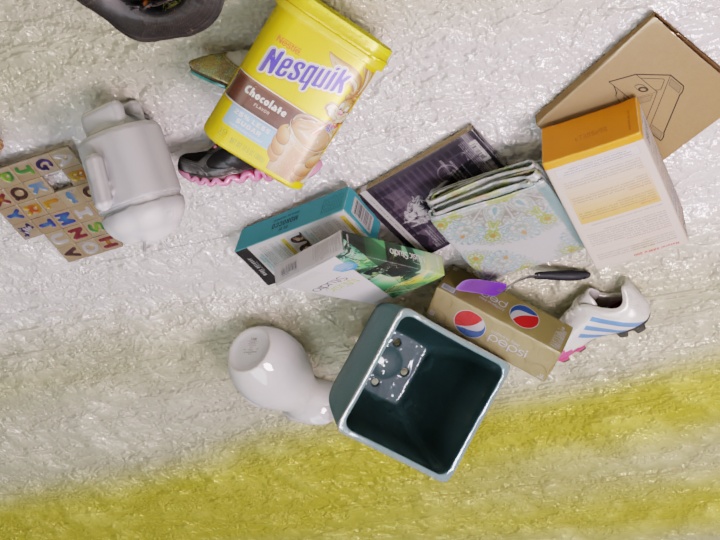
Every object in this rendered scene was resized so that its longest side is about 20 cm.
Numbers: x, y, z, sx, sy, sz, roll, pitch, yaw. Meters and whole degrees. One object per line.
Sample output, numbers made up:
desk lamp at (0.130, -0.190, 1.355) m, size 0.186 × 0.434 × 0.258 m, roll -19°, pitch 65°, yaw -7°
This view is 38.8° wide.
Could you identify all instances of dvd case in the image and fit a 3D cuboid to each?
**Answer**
dvd case at (0.115, -0.102, 1.399) m, size 0.199 × 0.016 × 0.149 m, roll -28°, pitch 125°, yaw 31°

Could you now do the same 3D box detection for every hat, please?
hat at (-0.244, -0.359, 1.161) m, size 0.199 × 0.081 × 0.201 m, roll 5°, pitch 144°, yaw 4°

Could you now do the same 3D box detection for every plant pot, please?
plant pot at (0.064, 0.161, 1.526) m, size 0.195 × 0.200 × 0.197 m, roll 29°, pitch 91°, yaw -19°

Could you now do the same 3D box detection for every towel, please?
towel at (0.203, -0.066, 1.377) m, size 0.170 × 0.048 × 0.200 m, roll -18°, pitch 142°, yaw 26°

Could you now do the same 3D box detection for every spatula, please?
spatula at (0.236, 0.015, 1.453) m, size 0.199 × 0.021 × 0.057 m, roll -8°, pitch 163°, yaw -14°

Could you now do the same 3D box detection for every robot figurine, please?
robot figurine at (-0.299, -0.121, 1.345) m, size 0.112 × 0.169 × 0.201 m, roll -18°, pitch 90°, yaw 29°

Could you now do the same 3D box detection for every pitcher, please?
pitcher at (-0.149, 0.176, 1.658) m, size 0.171 × 0.122 × 0.200 m, roll -8°, pitch 145°, yaw 27°

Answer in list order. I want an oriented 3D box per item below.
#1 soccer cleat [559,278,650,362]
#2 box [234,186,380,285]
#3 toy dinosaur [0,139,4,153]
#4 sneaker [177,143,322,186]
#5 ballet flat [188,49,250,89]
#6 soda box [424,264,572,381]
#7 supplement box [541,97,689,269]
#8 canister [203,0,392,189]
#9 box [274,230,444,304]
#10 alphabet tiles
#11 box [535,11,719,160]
soccer cleat at (0.326, 0.071, 1.510) m, size 0.199 × 0.070 × 0.087 m, roll -25°, pitch 112°, yaw 26°
box at (-0.076, -0.047, 1.451) m, size 0.199 × 0.049 × 0.082 m, roll -19°, pitch 130°, yaw 32°
toy dinosaur at (-0.597, -0.159, 1.415) m, size 0.199 × 0.102 × 0.136 m, roll -30°, pitch 144°, yaw 7°
sneaker at (-0.151, -0.165, 1.356) m, size 0.199 × 0.079 × 0.096 m, roll -3°, pitch 112°, yaw 12°
ballet flat at (-0.112, -0.239, 1.275) m, size 0.199 × 0.071 × 0.071 m, roll 23°, pitch 134°, yaw -12°
soda box at (0.200, 0.076, 1.482) m, size 0.199 × 0.064 × 0.068 m, roll 29°, pitch 133°, yaw 10°
supplement box at (0.322, -0.106, 1.289) m, size 0.125 × 0.074 × 0.200 m, roll -16°, pitch 131°, yaw 24°
canister at (-0.077, -0.215, 1.209) m, size 0.148 × 0.087 × 0.200 m, roll 30°, pitch 104°, yaw -16°
box at (0.000, 0.000, 1.434) m, size 0.199 × 0.037 × 0.144 m, roll 10°, pitch 154°, yaw -42°
alphabet tiles at (-0.442, -0.089, 1.496) m, size 0.166 × 0.008 × 0.200 m, roll -15°, pitch 135°, yaw 16°
box at (0.341, -0.202, 1.258) m, size 0.163 × 0.021 × 0.200 m, roll 32°, pitch 132°, yaw -21°
